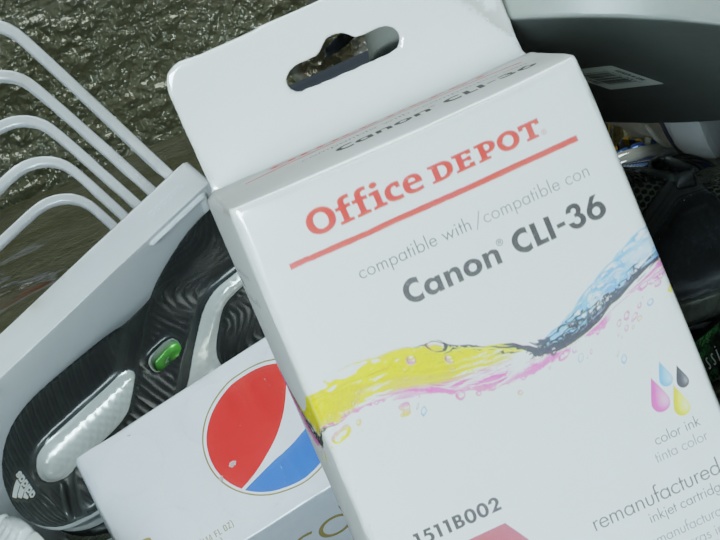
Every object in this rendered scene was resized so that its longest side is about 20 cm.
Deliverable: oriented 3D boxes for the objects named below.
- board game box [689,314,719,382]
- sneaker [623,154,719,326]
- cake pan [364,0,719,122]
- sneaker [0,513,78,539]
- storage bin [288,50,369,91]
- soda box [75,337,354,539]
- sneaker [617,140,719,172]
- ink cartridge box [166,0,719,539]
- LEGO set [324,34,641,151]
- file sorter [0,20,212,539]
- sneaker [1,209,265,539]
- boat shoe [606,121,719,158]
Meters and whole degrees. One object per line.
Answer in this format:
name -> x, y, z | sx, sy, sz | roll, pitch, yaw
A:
board game box -> 0.087, 0.048, 0.963 | 0.105, 0.023, 0.200 | -17, 11, 44
sneaker -> 0.092, -0.028, 0.963 | 0.199, 0.114, 0.076 | -22, 11, -1
cake pan -> 0.090, -0.085, 0.864 | 0.200, 0.037, 0.200 | 3, -7, 0
sneaker -> -0.112, 0.140, 0.838 | 0.087, 0.075, 0.200 | -41, 12, -18
storage bin -> 0.015, -0.049, 1.340 | 0.200, 0.135, 0.146 | -24, 9, -6
soda box -> 0.008, 0.048, 0.853 | 0.200, 0.068, 0.064 | -32, -35, 0
sneaker -> 0.079, -0.006, 1.128 | 0.200, 0.077, 0.085 | -23, 13, 9
ink cartridge box -> 0.030, 0.009, 0.761 | 0.116, 0.200, 0.067 | -25, 9, -6
LEGO set -> 0.069, -0.087, 1.232 | 0.154, 0.200, 0.116 | -39, 29, -28
file sorter -> -0.139, 0.010, 0.999 | 0.139, 0.125, 0.200 | -45, -16, -12
sneaker -> -0.032, 0.039, 0.939 | 0.200, 0.076, 0.115 | -39, -34, 3
boat shoe -> 0.127, -0.087, 1.069 | 0.066, 0.072, 0.200 | 2, 6, 12
